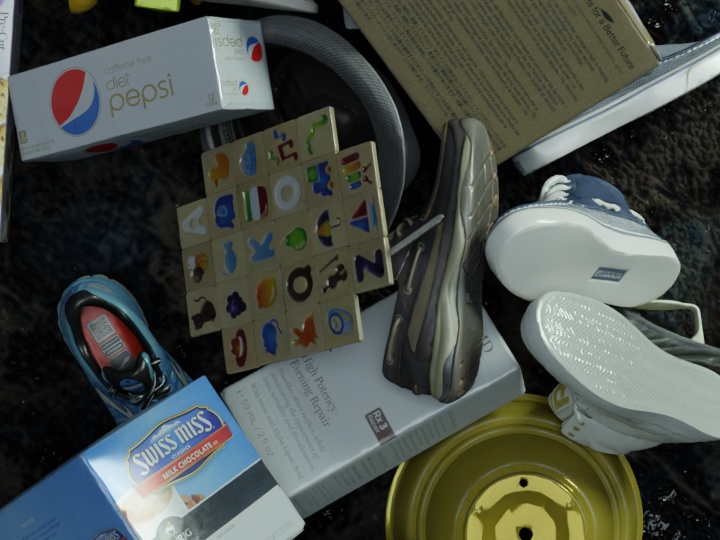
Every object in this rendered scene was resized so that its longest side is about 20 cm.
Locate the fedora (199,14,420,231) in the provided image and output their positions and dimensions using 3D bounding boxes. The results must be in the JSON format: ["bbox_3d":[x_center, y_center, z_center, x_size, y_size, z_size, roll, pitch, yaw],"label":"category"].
[{"bbox_3d":[-0.025,-0.100,1.245,0.200,0.090,0.177,33,121,25],"label":"fedora"}]

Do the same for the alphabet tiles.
[{"bbox_3d":[-0.058,-0.019,1.203,0.200,0.006,0.167,-16,78,40],"label":"alphabet tiles"}]

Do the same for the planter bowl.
[{"bbox_3d":[0.120,0.194,1.264,0.200,0.083,0.201,0,89,-1],"label":"planter bowl"}]

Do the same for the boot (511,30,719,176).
[{"bbox_3d":[0.191,-0.156,1.281,0.200,0.073,0.090,-27,90,1],"label":"boot"}]

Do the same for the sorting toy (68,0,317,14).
[{"bbox_3d":[-0.113,-0.240,1.243,0.180,0.200,0.107,14,127,-5],"label":"sorting toy"}]

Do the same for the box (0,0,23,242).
[{"bbox_3d":[-0.285,-0.121,1.289,0.041,0.039,0.201,4,88,-2],"label":"box"}]

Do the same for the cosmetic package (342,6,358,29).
[{"bbox_3d":[0.083,-0.234,1.261,0.199,0.102,0.074,-4,121,0],"label":"cosmetic package"}]

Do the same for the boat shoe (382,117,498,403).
[{"bbox_3d":[0.049,-0.009,1.179,0.073,0.074,0.201,6,87,19],"label":"boat shoe"}]

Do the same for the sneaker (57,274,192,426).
[{"bbox_3d":[-0.164,0.093,1.258,0.078,0.090,0.200,-39,90,-2],"label":"sneaker"}]

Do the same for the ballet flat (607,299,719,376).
[{"bbox_3d":[0.263,0.063,1.282,0.200,0.068,0.069,19,76,0],"label":"ballet flat"}]

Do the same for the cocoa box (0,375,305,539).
[{"bbox_3d":[-0.167,0.187,1.188,0.200,0.133,0.131,-35,88,43],"label":"cocoa box"}]

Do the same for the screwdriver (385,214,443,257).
[{"bbox_3d":[0.000,0.000,1.173,0.029,0.200,0.028,-2,71,-28],"label":"screwdriver"}]

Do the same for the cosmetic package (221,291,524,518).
[{"bbox_3d":[0.011,0.090,1.251,0.200,0.074,0.102,-31,68,-1],"label":"cosmetic package"}]

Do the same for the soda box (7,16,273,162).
[{"bbox_3d":[-0.163,-0.130,1.230,0.200,0.064,0.068,-10,88,34],"label":"soda box"}]

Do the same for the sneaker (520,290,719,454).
[{"bbox_3d":[0.164,0.085,1.220,0.200,0.115,0.074,30,58,-30],"label":"sneaker"}]

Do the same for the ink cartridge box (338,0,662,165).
[{"bbox_3d":[0.089,-0.190,1.186,0.165,0.075,0.200,-31,118,14],"label":"ink cartridge box"}]

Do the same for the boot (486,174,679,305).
[{"bbox_3d":[0.143,-0.029,1.216,0.073,0.200,0.090,-49,53,22],"label":"boot"}]
